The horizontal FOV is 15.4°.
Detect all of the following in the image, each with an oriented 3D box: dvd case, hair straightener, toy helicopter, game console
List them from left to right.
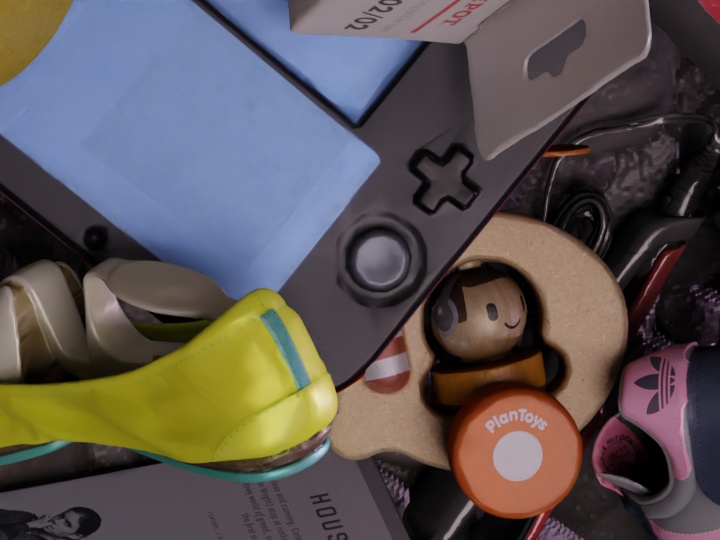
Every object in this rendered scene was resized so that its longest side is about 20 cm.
[{"bbox_3d":[-0.071,0.131,0.943,0.200,0.150,0.025,-9,135,-18],"label":"dvd case"},{"bbox_3d":[-0.039,-0.073,0.898,0.200,0.031,0.177,39,95,-7],"label":"game console"},{"bbox_3d":[0.000,0.000,0.952,0.200,0.079,0.132,16,97,-7],"label":"toy helicopter"},{"bbox_3d":[0.072,0.023,1.014,0.077,0.041,0.200,27,101,-29],"label":"hair straightener"}]

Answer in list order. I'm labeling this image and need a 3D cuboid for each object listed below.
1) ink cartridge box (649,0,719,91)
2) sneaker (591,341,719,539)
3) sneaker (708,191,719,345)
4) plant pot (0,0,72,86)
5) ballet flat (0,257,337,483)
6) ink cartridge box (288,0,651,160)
[{"bbox_3d":[0.190,-0.149,0.929,0.200,0.145,0.145,-47,120,3],"label":"ink cartridge box"},{"bbox_3d":[0.127,0.079,1.017,0.082,0.070,0.200,8,150,2],"label":"sneaker"},{"bbox_3d":[0.206,0.000,0.993,0.060,0.200,0.104,-44,112,-45],"label":"sneaker"},{"bbox_3d":[-0.164,-0.116,0.797,0.142,0.200,0.200,14,107,-52],"label":"plant pot"},{"bbox_3d":[-0.088,0.029,0.883,0.067,0.200,0.067,-33,113,-40],"label":"ballet flat"},{"bbox_3d":[0.024,-0.145,0.828,0.068,0.115,0.200,1,74,-26],"label":"ink cartridge box"}]
